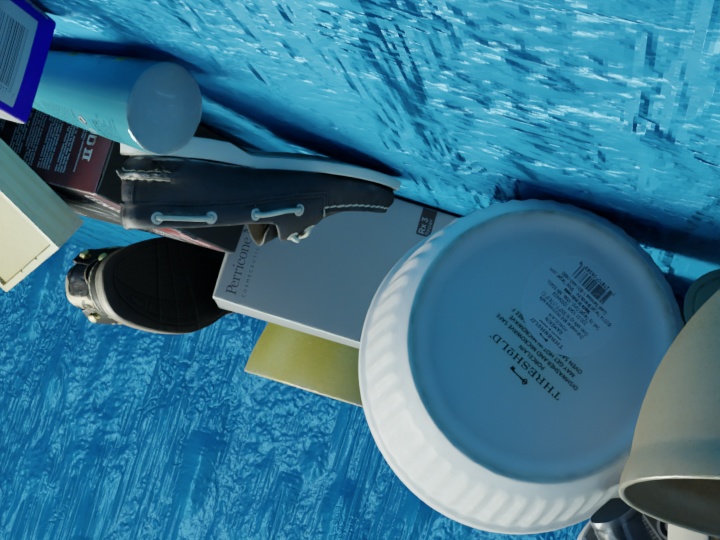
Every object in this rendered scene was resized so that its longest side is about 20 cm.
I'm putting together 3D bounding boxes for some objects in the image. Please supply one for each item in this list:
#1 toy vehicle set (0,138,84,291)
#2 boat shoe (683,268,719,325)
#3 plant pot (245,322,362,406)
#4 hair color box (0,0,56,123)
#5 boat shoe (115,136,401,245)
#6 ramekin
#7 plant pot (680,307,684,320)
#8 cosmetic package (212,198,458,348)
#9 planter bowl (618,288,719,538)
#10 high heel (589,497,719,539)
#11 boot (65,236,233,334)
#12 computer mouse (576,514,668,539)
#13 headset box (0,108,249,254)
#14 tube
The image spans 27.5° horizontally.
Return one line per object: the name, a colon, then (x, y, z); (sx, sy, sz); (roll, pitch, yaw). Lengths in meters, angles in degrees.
toy vehicle set: (-0.280, -0.077, 0.971); (0.200, 0.027, 0.124); (46, 149, -12)
boat shoe: (0.282, 0.048, 0.867); (0.197, 0.075, 0.066); (8, 163, 0)
plant pot: (-0.006, 0.065, 1.534); (0.198, 0.143, 0.200); (16, 175, 2)
hair color box: (-0.270, -0.139, 0.754); (0.198, 0.065, 0.109); (14, 175, 10)
boat shoe: (-0.061, -0.046, 0.918); (0.199, 0.061, 0.074); (5, -177, -40)
ramekin: (0.099, 0.052, 0.877); (0.198, 0.202, 0.105); (17, 166, 1)
plant pot: (0.199, 0.099, 1.114); (0.195, 0.202, 0.199); (30, 168, -37)
cosmetic package: (0.000, 0.000, 1.084); (0.198, 0.114, 0.081); (15, 174, -3)
planter bowl: (0.237, 0.063, 0.738); (0.198, 0.136, 0.200); (10, 164, 3)
high heel: (0.229, 0.164, 0.862); (0.199, 0.144, 0.071); (-27, -172, -27)
boot: (-0.173, 0.011, 1.153); (0.149, 0.074, 0.199); (-5, -175, 35)
computer mouse: (0.222, 0.144, 0.916); (0.110, 0.199, 0.044); (58, 178, 29)
headset box: (-0.178, -0.078, 1.022); (0.199, 0.078, 0.148); (12, 173, 36)
tube: (-0.172, -0.108, 0.870); (0.199, 0.051, 0.077); (17, 177, 44)
